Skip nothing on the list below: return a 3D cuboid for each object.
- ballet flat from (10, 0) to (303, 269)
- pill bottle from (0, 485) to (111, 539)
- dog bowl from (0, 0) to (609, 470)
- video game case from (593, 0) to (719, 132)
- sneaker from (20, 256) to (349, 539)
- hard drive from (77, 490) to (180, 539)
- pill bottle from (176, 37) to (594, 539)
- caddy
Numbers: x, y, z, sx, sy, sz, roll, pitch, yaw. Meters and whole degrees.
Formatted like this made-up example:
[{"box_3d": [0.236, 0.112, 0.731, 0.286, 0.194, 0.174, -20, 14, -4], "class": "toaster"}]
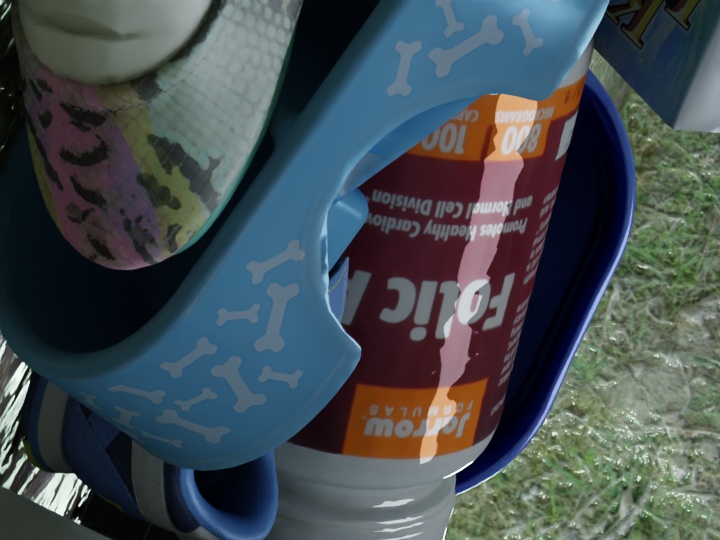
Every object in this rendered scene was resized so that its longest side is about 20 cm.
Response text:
[{"box_3d": [-0.037, -0.101, 0.598, 0.071, 0.069, 0.200, 27, 84, -66], "class": "ballet flat"}, {"box_3d": [-0.111, 0.162, 0.724, 0.200, 0.114, 0.114, -64, 173, -9], "class": "pill bottle"}, {"box_3d": [-0.020, -0.047, 0.652, 0.050, 0.111, 0.200, 24, 108, -43], "class": "dog bowl"}, {"box_3d": [0.097, -0.173, 0.874, 0.045, 0.200, 0.181, -2, 127, -33], "class": "video game case"}, {"box_3d": [-0.035, -0.003, 0.799, 0.074, 0.082, 0.200, -27, 145, -46], "class": "sneaker"}, {"box_3d": [-0.005, 0.126, 1.056, 0.140, 0.200, 0.038, 53, 62, -83], "class": "hard drive"}, {"box_3d": [0.000, 0.000, 0.888, 0.114, 0.114, 0.200, -51, 155, -66], "class": "pill bottle"}, {"box_3d": [0.025, -0.006, 1.072, 0.105, 0.141, 0.200, -40, 155, -87], "class": "caddy"}]
